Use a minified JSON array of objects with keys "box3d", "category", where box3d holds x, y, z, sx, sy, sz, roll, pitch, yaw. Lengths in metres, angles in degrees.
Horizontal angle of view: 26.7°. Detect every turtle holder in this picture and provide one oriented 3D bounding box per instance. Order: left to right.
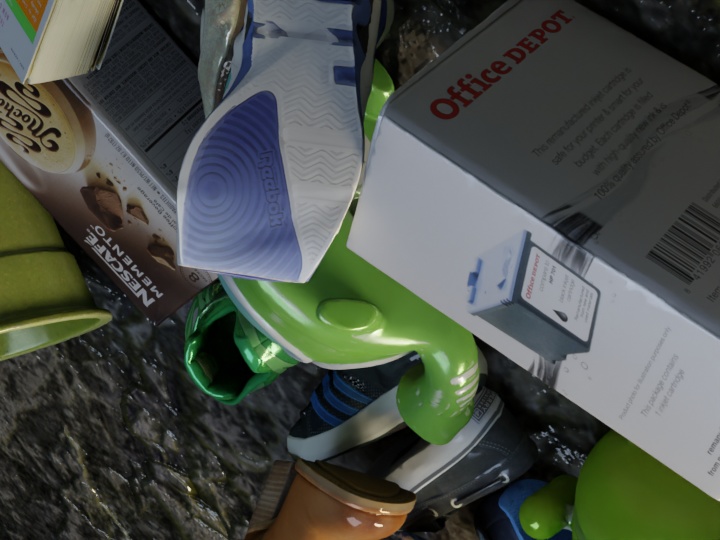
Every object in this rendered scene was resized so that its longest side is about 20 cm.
[{"box3d":[0.001,-0.011,0.798,0.184,0.142,0.132,28,157,-11],"category":"turtle holder"}]

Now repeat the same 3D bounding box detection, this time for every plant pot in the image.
[{"box3d":[-0.277,-0.036,0.958,0.199,0.198,0.193,-21,83,49],"category":"plant pot"}]

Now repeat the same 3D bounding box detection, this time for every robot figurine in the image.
[{"box3d":[0.174,0.161,0.836,0.173,0.116,0.202,13,135,22],"category":"robot figurine"}]

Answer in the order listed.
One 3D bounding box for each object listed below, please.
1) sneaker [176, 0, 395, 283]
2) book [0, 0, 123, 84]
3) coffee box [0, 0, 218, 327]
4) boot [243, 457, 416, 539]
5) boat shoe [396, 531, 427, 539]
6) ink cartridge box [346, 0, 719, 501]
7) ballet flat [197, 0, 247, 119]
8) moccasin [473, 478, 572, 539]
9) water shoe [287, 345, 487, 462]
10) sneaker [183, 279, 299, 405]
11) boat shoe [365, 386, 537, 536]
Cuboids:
[{"box3d":[-0.021,-0.093,0.697,0.079,0.115,0.202,12,94,9],"category":"sneaker"},{"box3d":[-0.154,-0.213,0.749,0.134,0.048,0.201,52,136,22],"category":"book"},{"box3d":[-0.143,-0.078,0.897,0.200,0.080,0.113,48,141,-8],"category":"coffee box"},{"box3d":[-0.030,0.196,0.908,0.073,0.157,0.200,17,168,-12],"category":"boot"},{"box3d":[0.048,0.223,0.980,0.072,0.073,0.200,24,165,16],"category":"boat shoe"},{"box3d":[0.116,-0.021,0.663,0.199,0.146,0.087,33,137,18],"category":"ink cartridge box"},{"box3d":[-0.054,-0.141,0.793,0.063,0.067,0.201,54,148,32],"category":"ballet flat"},{"box3d":[0.146,0.214,0.956,0.201,0.080,0.068,58,147,-4],"category":"moccasin"},{"box3d":[0.009,0.062,0.936,0.200,0.071,0.080,-33,76,53],"category":"water shoe"},{"box3d":[-0.080,0.037,0.937,0.075,0.083,0.200,57,158,-4],"category":"sneaker"},{"box3d":[0.041,0.140,0.970,0.057,0.069,0.200,41,140,-3],"category":"boat shoe"}]
